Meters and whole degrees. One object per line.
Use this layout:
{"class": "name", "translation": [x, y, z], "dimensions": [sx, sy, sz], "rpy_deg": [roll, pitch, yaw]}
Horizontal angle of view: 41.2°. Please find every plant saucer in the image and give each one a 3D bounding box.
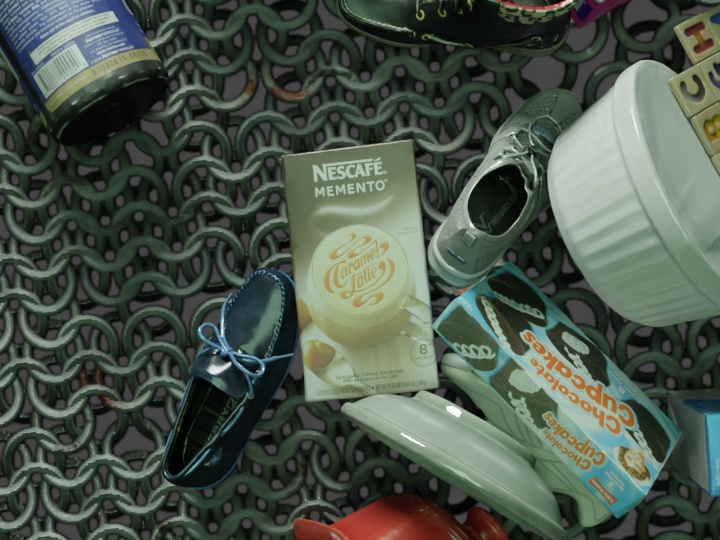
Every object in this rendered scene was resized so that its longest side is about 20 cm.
{"class": "plant saucer", "translation": [0.080, 0.142, 0.748], "dimensions": [0.199, 0.200, 0.051], "rpy_deg": [31, 81, 2]}

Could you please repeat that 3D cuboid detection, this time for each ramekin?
{"class": "ramekin", "translation": [0.228, -0.050, 0.740], "dimensions": [0.094, 0.202, 0.204], "rpy_deg": [-30, 90, 37]}

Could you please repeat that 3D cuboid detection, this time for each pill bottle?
{"class": "pill bottle", "translation": [-0.255, -0.216, 0.797], "dimensions": [0.111, 0.112, 0.201], "rpy_deg": [-31, 90, 3]}

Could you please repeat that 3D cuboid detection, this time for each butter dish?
{"class": "butter dish", "translation": [0.058, 0.251, 0.773], "dimensions": [0.147, 0.199, 0.201], "rpy_deg": [-36, 90, -20]}

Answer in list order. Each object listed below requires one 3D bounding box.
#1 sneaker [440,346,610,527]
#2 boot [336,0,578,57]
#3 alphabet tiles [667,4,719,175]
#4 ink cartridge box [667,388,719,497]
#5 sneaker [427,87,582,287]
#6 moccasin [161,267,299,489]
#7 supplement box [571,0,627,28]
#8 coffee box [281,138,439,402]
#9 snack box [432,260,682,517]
{"class": "sneaker", "translation": [0.143, 0.139, 0.807], "dimensions": [0.199, 0.075, 0.081], "rpy_deg": [36, 102, 2]}
{"class": "boot", "translation": [0.077, -0.223, 0.757], "dimensions": [0.201, 0.154, 0.074], "rpy_deg": [9, 92, 3]}
{"class": "alphabet tiles", "translation": [0.334, -0.143, 0.770], "dimensions": [0.199, 0.006, 0.168], "rpy_deg": [-29, 90, -27]}
{"class": "ink cartridge box", "translation": [0.361, 0.131, 0.769], "dimensions": [0.197, 0.116, 0.069], "rpy_deg": [-4, 91, 4]}
{"class": "sneaker", "translation": [0.132, -0.075, 0.775], "dimensions": [0.074, 0.082, 0.201], "rpy_deg": [33, 68, 0]}
{"class": "moccasin", "translation": [-0.107, 0.095, 0.808], "dimensions": [0.080, 0.068, 0.202], "rpy_deg": [19, 91, 25]}
{"class": "supplement box", "translation": [0.181, -0.317, 0.777], "dimensions": [0.103, 0.101, 0.201], "rpy_deg": [-30, 89, 4]}
{"class": "coffee box", "translation": [0.000, 0.000, 0.804], "dimensions": [0.113, 0.080, 0.203], "rpy_deg": [-7, 91, 3]}
{"class": "snack box", "translation": [0.159, 0.087, 0.762], "dimensions": [0.200, 0.116, 0.037], "rpy_deg": [46, 123, 11]}
